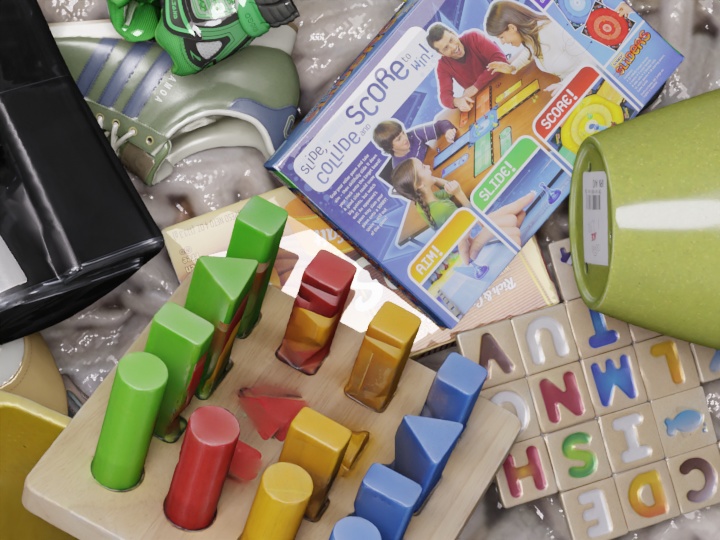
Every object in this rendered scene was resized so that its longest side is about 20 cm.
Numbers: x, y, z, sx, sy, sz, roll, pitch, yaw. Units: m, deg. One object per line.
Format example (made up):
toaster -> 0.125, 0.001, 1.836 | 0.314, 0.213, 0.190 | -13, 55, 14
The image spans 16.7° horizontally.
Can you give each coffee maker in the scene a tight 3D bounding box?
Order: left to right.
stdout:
coffee maker -> -0.189, -0.073, 1.279 | 0.192, 0.135, 0.200 | -26, 87, -22

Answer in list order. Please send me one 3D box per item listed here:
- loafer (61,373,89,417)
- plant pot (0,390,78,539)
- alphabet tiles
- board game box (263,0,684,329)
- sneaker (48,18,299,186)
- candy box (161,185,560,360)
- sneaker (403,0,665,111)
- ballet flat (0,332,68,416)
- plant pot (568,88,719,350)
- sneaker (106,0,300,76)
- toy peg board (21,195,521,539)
loafer -> -0.103, 0.125, 1.370 | 0.200, 0.072, 0.063 | 27, 78, 6
plant pot -> -0.159, 0.220, 1.280 | 0.195, 0.200, 0.194 | 22, 49, 3
alphabet tiles -> 0.156, 0.057, 1.367 | 0.200, 0.008, 0.168 | -16, 90, -17
board game box -> 0.063, -0.087, 1.336 | 0.135, 0.034, 0.200 | 43, 84, -11
sneaker -> -0.132, -0.093, 1.394 | 0.200, 0.067, 0.090 | -4, 78, -3
candy box -> 0.000, 0.000, 1.388 | 0.200, 0.055, 0.116 | -19, 85, -3
sneaker -> 0.084, -0.151, 1.391 | 0.200, 0.085, 0.075 | 31, 85, 4
ballet flat -> -0.231, 0.014, 1.344 | 0.069, 0.063, 0.200 | -35, 80, -6
plant pot -> 0.218, -0.028, 1.308 | 0.200, 0.187, 0.188 | -1, 83, -9
sneaker -> -0.117, -0.179, 1.360 | 0.085, 0.078, 0.200 | -34, 42, -7
toy peg board -> -0.033, 0.073, 1.244 | 0.199, 0.098, 0.200 | 27, 46, 9
